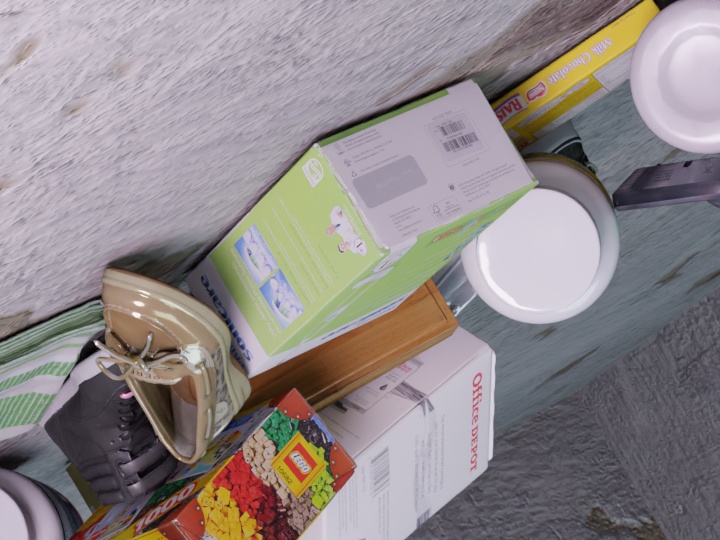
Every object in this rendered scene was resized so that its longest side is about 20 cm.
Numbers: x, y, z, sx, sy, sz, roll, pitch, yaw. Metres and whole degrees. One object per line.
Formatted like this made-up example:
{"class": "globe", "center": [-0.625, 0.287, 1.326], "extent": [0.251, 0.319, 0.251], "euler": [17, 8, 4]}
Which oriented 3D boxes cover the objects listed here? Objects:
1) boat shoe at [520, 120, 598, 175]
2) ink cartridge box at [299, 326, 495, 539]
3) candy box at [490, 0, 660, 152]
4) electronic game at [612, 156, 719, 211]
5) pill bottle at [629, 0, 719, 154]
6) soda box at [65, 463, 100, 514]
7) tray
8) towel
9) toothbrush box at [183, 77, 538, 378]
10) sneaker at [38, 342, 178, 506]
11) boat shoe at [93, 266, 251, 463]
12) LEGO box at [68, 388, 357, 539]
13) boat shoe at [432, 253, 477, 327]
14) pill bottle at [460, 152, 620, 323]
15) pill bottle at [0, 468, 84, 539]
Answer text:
{"class": "boat shoe", "center": [0.158, -0.073, 1.849], "extent": [0.070, 0.064, 0.200], "euler": [-33, 171, 11]}
{"class": "ink cartridge box", "center": [0.011, 0.143, 1.830], "extent": [0.200, 0.083, 0.147], "euler": [-37, 143, -32]}
{"class": "candy box", "center": [0.132, -0.120, 1.635], "extent": [0.199, 0.027, 0.102], "euler": [-34, 172, 9]}
{"class": "electronic game", "center": [0.270, -0.060, 1.581], "extent": [0.198, 0.042, 0.200], "euler": [-7, -179, 0]}
{"class": "pill bottle", "center": [0.253, -0.132, 1.594], "extent": [0.104, 0.105, 0.200], "euler": [-34, 172, 17]}
{"class": "soda box", "center": [-0.173, 0.143, 1.908], "extent": [0.068, 0.064, 0.200], "euler": [-27, 169, -32]}
{"class": "tray", "center": [-0.035, 0.050, 1.755], "extent": [0.199, 0.099, 0.037], "euler": [-29, 169, -17]}
{"class": "towel", "center": [-0.248, 0.088, 1.511], "extent": [0.152, 0.023, 0.200], "euler": [-25, 169, -33]}
{"class": "toothbrush box", "center": [-0.002, -0.025, 1.518], "extent": [0.145, 0.086, 0.200], "euler": [-25, 168, -37]}
{"class": "sneaker", "center": [-0.154, 0.098, 1.598], "extent": [0.071, 0.099, 0.200], "euler": [-36, 176, -33]}
{"class": "boat shoe", "center": [-0.119, 0.061, 1.469], "extent": [0.063, 0.073, 0.200], "euler": [-64, 155, -19]}
{"class": "LEGO box", "center": [-0.119, 0.180, 1.651], "extent": [0.200, 0.077, 0.149], "euler": [-27, -165, 49]}
{"class": "boat shoe", "center": [0.057, 0.037, 1.917], "extent": [0.200, 0.068, 0.072], "euler": [-52, -173, -2]}
{"class": "pill bottle", "center": [0.127, -0.023, 1.636], "extent": [0.112, 0.113, 0.200], "euler": [-32, -178, 7]}
{"class": "pill bottle", "center": [-0.277, 0.211, 1.760], "extent": [0.119, 0.120, 0.200], "euler": [-31, 170, -2]}
